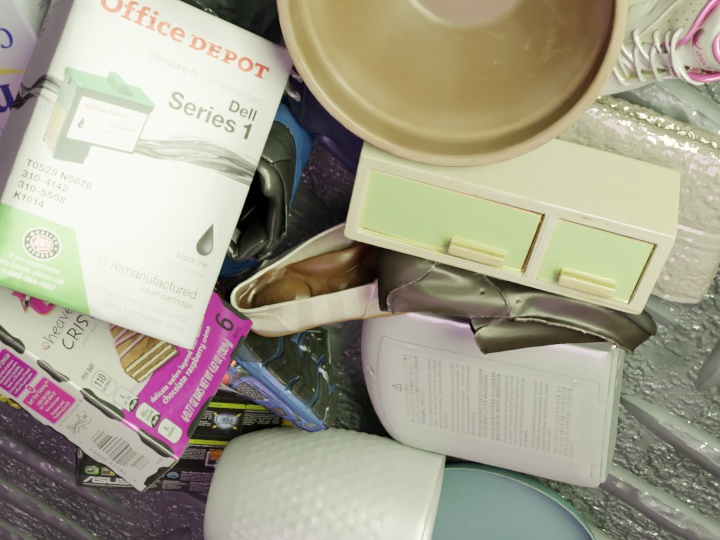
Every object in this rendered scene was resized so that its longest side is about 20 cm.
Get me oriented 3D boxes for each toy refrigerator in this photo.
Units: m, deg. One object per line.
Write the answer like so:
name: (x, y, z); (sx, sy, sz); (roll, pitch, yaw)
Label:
toy refrigerator: (0.095, -0.040, 0.892); (0.199, 0.070, 0.076); (15, 137, 0)

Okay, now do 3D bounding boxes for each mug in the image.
mug: (-0.029, 0.204, 1.158); (0.175, 0.148, 0.200); (12, 170, 8)

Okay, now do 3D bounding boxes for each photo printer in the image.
photo printer: (0.097, 0.077, 1.063); (0.199, 0.070, 0.167); (10, 134, 17)

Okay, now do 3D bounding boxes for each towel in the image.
towel: (0.159, -0.059, 0.936); (0.199, 0.035, 0.133); (21, 136, 5)

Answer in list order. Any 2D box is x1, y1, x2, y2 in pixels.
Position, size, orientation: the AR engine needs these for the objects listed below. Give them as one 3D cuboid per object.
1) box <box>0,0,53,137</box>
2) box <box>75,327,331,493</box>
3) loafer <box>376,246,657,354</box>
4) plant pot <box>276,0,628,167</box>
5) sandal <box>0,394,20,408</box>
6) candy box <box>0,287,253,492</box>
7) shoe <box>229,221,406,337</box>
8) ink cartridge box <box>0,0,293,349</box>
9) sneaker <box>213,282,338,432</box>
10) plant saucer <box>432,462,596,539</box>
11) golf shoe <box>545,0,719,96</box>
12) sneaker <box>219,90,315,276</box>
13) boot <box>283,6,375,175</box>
box: (-0.263, -0.168, 0.958); (0.183, 0.105, 0.200); (-4, 130, 28)
box: (-0.137, 0.118, 1.179); (0.199, 0.048, 0.194); (4, 135, -10)
loafer: (0.101, 0.024, 0.953); (0.199, 0.073, 0.072); (17, 97, 2)
plant pot: (0.057, -0.170, 0.823); (0.200, 0.093, 0.202); (5, 119, 10)
sandal: (-0.283, 0.022, 1.083); (0.079, 0.087, 0.200); (-28, 116, 2)
candy box: (-0.186, 0.033, 0.940); (0.200, 0.137, 0.061); (36, 135, -11)
shoe: (0.000, 0.000, 0.998); (0.199, 0.070, 0.053); (-19, 158, 9)
ink cartridge box: (-0.145, -0.071, 0.871); (0.146, 0.201, 0.084); (20, 177, -23)
sneaker: (-0.103, 0.061, 1.069); (0.200, 0.075, 0.078); (36, 127, -8)
plant saucer: (0.117, 0.234, 1.230); (0.199, 0.027, 0.201); (13, 134, 14)
golf shoe: (0.182, -0.141, 0.808); (0.200, 0.092, 0.075); (-23, 120, 37)
sneaker: (-0.093, -0.039, 1.014); (0.077, 0.111, 0.200); (31, 136, -5)
boot: (-0.028, -0.146, 0.913); (0.090, 0.073, 0.200); (-27, 116, 33)
